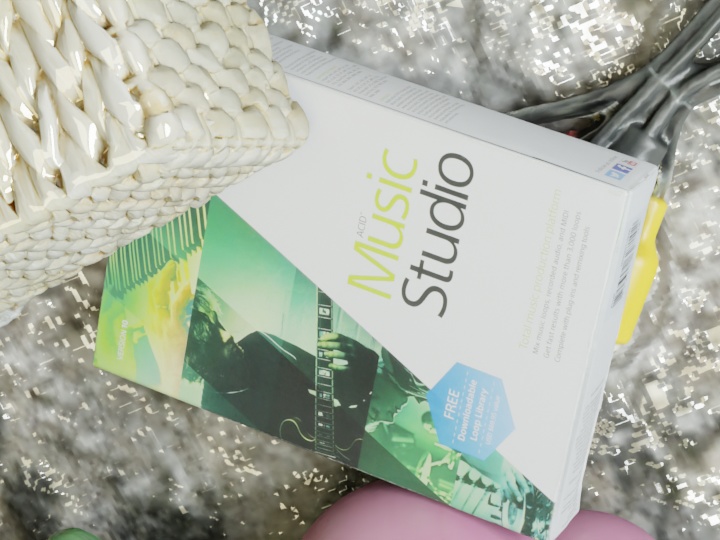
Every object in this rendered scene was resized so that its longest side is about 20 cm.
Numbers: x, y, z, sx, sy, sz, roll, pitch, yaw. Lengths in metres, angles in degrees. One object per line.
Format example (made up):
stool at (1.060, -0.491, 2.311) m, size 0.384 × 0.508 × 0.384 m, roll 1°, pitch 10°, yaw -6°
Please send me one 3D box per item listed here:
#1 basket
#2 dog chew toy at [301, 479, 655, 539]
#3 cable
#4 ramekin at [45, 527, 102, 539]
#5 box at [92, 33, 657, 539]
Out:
basket at (-0.137, -0.089, 0.924) m, size 0.160 × 0.200 × 0.199 m, roll -24°, pitch 87°, yaw 12°
dog chew toy at (0.073, 0.145, 1.058) m, size 0.199 × 0.125 × 0.125 m, roll 7°, pitch 114°, yaw -3°
cable at (0.104, -0.057, 1.020) m, size 0.097 × 0.050 × 0.200 m, roll 40°, pitch 101°, yaw 9°
ramekin at (-0.126, 0.198, 1.066) m, size 0.097 × 0.200 × 0.200 m, roll 34°, pitch 113°, yaw 1°
box at (0.000, 0.000, 1.018) m, size 0.199 × 0.036 × 0.145 m, roll 20°, pitch 115°, yaw 21°
